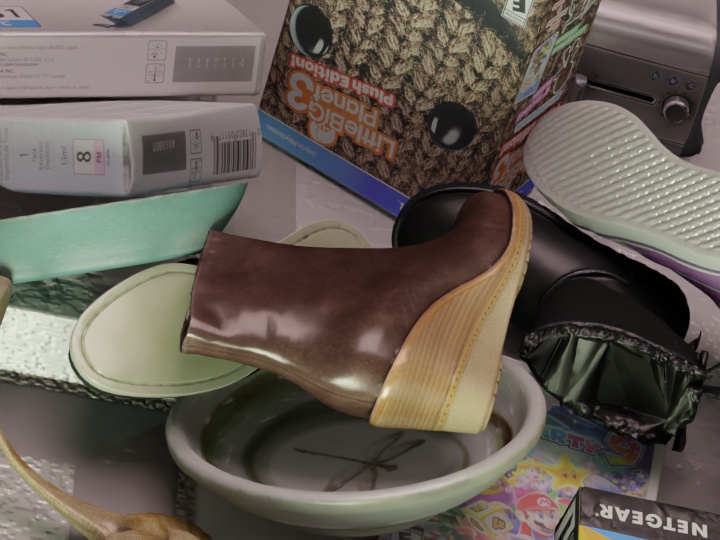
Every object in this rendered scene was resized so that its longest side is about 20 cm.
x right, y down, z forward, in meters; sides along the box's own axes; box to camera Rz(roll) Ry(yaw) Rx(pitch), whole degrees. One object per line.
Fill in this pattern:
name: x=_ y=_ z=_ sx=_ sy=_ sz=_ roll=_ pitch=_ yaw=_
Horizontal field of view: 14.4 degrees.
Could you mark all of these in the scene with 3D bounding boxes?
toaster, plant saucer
toaster: x=0.171 y=-0.168 z=1.877 sx=0.129 sy=0.114 sz=0.200 roll=12 pitch=39 yaw=-6
plant saucer: x=-0.002 y=0.094 z=1.494 sx=0.200 sy=0.050 sz=0.200 roll=-3 pitch=23 yaw=1
plant saucer: x=-0.156 y=-0.016 z=1.535 sx=0.200 sy=0.036 sz=0.200 roll=-9 pitch=2 yaw=0

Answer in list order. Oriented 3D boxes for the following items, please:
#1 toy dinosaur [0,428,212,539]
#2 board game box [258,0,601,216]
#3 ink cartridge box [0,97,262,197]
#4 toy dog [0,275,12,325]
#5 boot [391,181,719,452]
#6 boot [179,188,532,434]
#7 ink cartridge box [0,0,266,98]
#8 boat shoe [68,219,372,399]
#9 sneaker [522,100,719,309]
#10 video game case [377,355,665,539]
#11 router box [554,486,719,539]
toy dinosaur: x=-0.108 y=0.142 z=1.429 sx=0.200 sy=0.058 sz=0.101 roll=22 pitch=21 yaw=-9
board game box: x=0.044 y=-0.143 z=1.716 sx=0.159 sy=0.200 sz=0.097 roll=31 pitch=39 yaw=17
ink cartridge box: x=-0.179 y=-0.072 z=1.610 sx=0.200 sy=0.057 sz=0.163 roll=-1 pitch=6 yaw=24
toy dog: x=-0.254 y=0.074 z=1.432 sx=0.132 sy=0.096 sz=0.200 roll=35 pitch=55 yaw=16
boot: x=0.109 y=0.025 z=1.609 sx=0.198 sy=0.073 sz=0.162 roll=23 pitch=19 yaw=-4
boot: x=0.000 y=0.000 z=1.498 sx=0.166 sy=0.072 sz=0.200 roll=17 pitch=36 yaw=-1
ink cartridge box: x=-0.181 y=-0.148 z=1.710 sx=0.200 sy=0.045 sz=0.176 roll=-2 pitch=22 yaw=-25
boat shoe: x=-0.081 y=0.028 z=1.525 sx=0.199 sy=0.066 sz=0.075 roll=-28 pitch=85 yaw=-38
sneaker: x=0.183 y=-0.023 z=1.670 sx=0.073 sy=0.114 sz=0.200 roll=-49 pitch=47 yaw=-6
video game case: x=0.091 y=0.121 z=1.556 sx=0.143 sy=0.018 sz=0.200 roll=18 pitch=37 yaw=0
router box: x=0.198 y=0.201 z=1.450 sx=0.200 sy=0.051 sz=0.149 roll=12 pitch=51 yaw=-9
